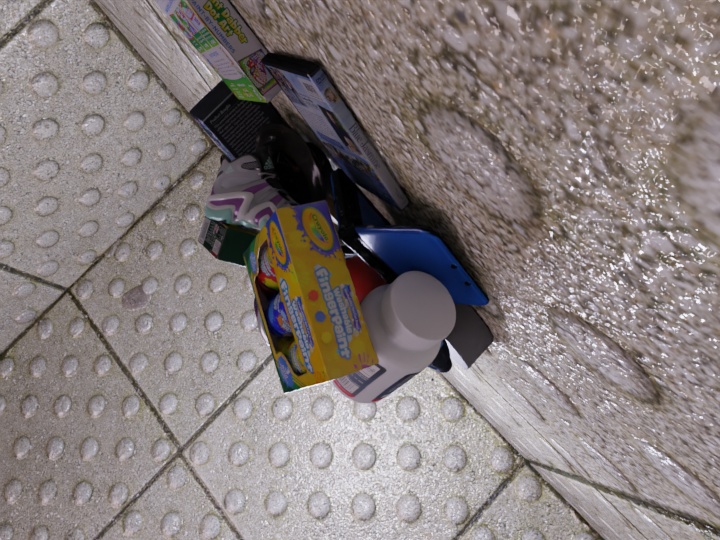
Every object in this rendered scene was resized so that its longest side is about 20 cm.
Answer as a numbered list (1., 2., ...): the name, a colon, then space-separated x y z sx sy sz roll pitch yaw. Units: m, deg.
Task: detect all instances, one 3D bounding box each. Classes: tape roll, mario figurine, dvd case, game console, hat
1. tape roll: 0.133 0.074 0.889 0.200 0.066 0.200 45 175 5
2. mario figurine: 0.000 0.000 0.842 0.121 0.108 0.200 11 179 -17
3. dvd case: -0.029 -0.163 0.607 0.200 0.018 0.143 49 175 -39
4. game console: 0.065 -0.043 0.675 0.200 0.117 0.173 42 -151 -47
5. hat: -0.092 -0.143 0.830 0.199 0.080 0.204 29 133 35

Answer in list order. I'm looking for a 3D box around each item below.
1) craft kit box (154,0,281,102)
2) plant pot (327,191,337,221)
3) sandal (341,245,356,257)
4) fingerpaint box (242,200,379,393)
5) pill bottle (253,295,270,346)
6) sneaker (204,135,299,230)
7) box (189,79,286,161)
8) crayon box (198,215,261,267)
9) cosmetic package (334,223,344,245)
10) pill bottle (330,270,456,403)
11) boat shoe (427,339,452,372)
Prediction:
1. craft kit box: -0.194 -0.313 0.671 0.198 0.048 0.200 52 173 -30
2. plant pot: -0.033 -0.116 1.003 0.200 0.027 0.200 46 176 4
3. sandal: -0.048 -0.015 1.007 0.197 0.049 0.075 -2 158 32
4. fingerpaint box: -0.073 0.041 0.649 0.166 0.072 0.204 -32 75 59
5. pill bottle: -0.130 0.067 0.909 0.113 0.112 0.200 46 175 -16
6. sneaker: -0.132 -0.127 0.763 0.196 0.143 0.078 14 -177 10
7. box: -0.189 -0.232 0.921 0.201 0.107 0.148 50 175 -33
8. crayon box: -0.179 -0.038 0.901 0.170 0.059 0.199 18 -177 -28
9. cosmetic package: -0.113 -0.083 1.062 0.102 0.074 0.199 12 167 38
10. pill bottle: 0.038 0.089 0.679 0.120 0.119 0.200 45 141 4
11. boat shoe: 0.080 0.120 0.819 0.069 0.083 0.200 58 175 -13
